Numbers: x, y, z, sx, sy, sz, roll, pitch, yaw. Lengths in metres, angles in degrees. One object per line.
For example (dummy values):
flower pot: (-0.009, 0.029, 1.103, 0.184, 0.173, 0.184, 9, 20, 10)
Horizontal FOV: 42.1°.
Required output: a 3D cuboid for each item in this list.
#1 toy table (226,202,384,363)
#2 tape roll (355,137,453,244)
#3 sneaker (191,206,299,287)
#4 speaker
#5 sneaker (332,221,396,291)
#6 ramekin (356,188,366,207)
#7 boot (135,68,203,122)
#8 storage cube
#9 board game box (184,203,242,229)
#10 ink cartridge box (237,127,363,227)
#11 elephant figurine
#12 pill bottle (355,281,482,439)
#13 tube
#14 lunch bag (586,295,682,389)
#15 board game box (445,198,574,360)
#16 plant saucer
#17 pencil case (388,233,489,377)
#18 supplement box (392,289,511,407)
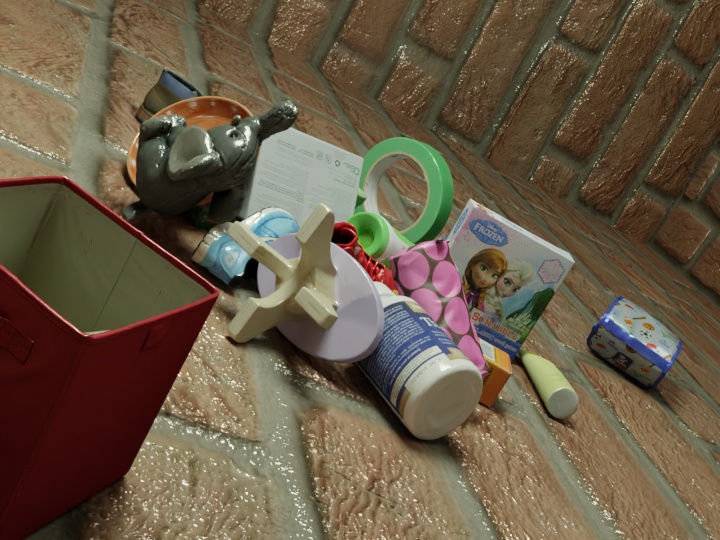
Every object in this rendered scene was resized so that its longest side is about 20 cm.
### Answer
toy table: (-0.069, 0.017, 1.110, 0.198, 0.187, 0.117, 27, -2, 30)
tape roll: (0.075, -0.140, 1.719, 0.200, 0.203, 0.048, 40, 20, 29)
sneaker: (-0.139, -0.020, 1.258, 0.090, 0.079, 0.199, 47, 33, 11)
speaker: (0.039, -0.026, 1.473, 0.088, 0.089, 0.200, 39, 3, 27)
sneaker: (0.000, 0.000, 1.325, 0.196, 0.116, 0.080, 15, 61, -15)
ramekin: (-0.094, -0.146, 1.574, 0.199, 0.098, 0.200, 38, 9, -7)
boot: (-0.285, -0.260, 1.613, 0.197, 0.098, 0.075, 30, 17, -2)
storage cube: (-0.238, 0.057, 0.675, 0.169, 0.182, 0.200, 34, 16, 11)
board game box: (-0.195, -0.094, 1.426, 0.198, 0.029, 0.135, 14, 25, -45)
ink cartridge box: (-0.093, -0.102, 1.409, 0.194, 0.205, 0.043, 18, -11, -39)
elephant figurine: (-0.190, -0.135, 1.175, 0.197, 0.159, 0.140, 9, 13, 40)
pill bottle: (0.055, 0.104, 1.161, 0.110, 0.112, 0.200, 14, 24, -42)
tube: (0.301, 0.172, 1.508, 0.200, 0.051, 0.059, -100, 169, -74)
lunch bag: (0.551, 0.145, 1.881, 0.169, 0.125, 0.200, 36, 10, 14)
board game box: (0.212, 0.019, 1.514, 0.197, 0.202, 0.041, 25, 17, -13)
plant saucer: (-0.238, -0.169, 1.347, 0.200, 0.199, 0.033, 42, -20, 32)
pencil case: (0.110, 0.060, 1.250, 0.092, 0.090, 0.205, -12, 84, -38)
supplement box: (0.115, 0.110, 1.327, 0.197, 0.067, 0.069, 30, 20, -3)
